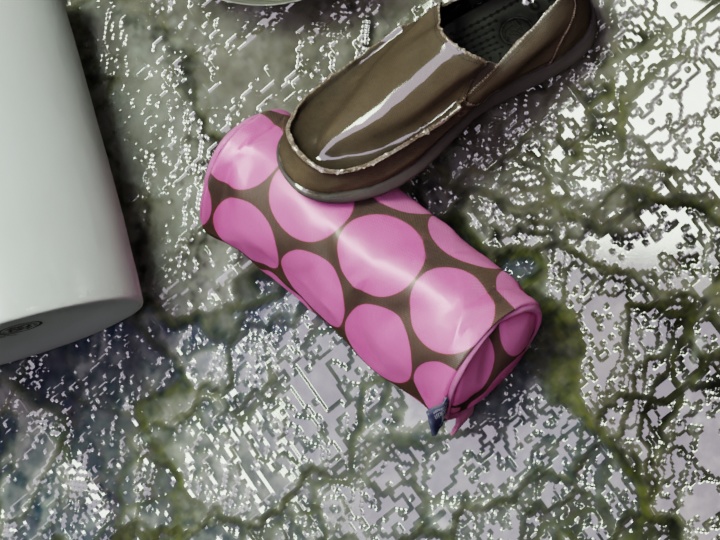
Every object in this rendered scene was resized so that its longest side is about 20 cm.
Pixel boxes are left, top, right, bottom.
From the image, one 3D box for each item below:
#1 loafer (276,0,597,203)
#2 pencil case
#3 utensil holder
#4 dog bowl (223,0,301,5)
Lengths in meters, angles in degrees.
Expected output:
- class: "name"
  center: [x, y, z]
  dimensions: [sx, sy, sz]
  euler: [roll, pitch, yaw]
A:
- class: "loafer"
  center: [0.037, -0.113, 1.478]
  dimensions: [0.200, 0.071, 0.073]
  euler: [-35, 64, -10]
- class: "pencil case"
  center: [0.000, 0.000, 1.511]
  dimensions: [0.200, 0.091, 0.094]
  euler: [41, 143, 19]
- class: "utensil holder"
  center: [-0.223, -0.054, 1.546]
  dimensions: [0.169, 0.170, 0.201]
  euler: [-20, 81, 16]
- class: "dog bowl"
  center: [-0.041, -0.246, 1.555]
  dimensions: [0.199, 0.059, 0.202]
  euler: [-1, 85, 18]
